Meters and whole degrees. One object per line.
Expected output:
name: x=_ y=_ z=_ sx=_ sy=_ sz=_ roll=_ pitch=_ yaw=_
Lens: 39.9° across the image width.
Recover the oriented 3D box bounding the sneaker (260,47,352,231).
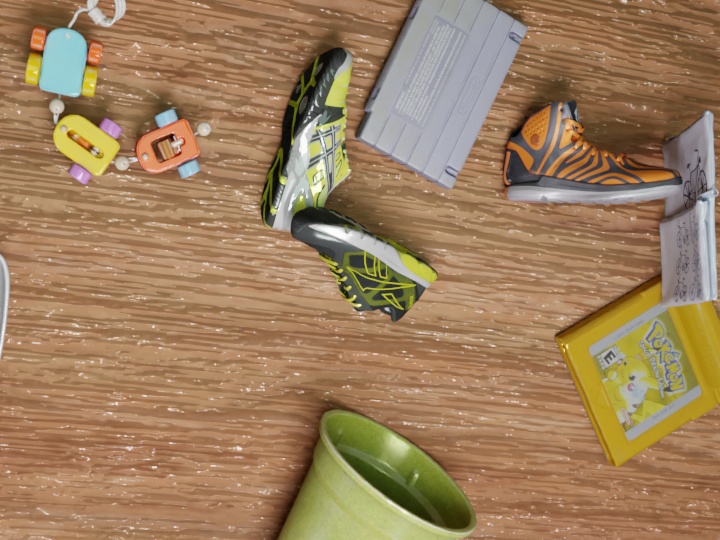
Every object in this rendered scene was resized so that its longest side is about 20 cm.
sneaker: x=-0.044 y=-0.136 z=1.061 sx=0.075 sy=0.075 sz=0.203 roll=16 pitch=102 yaw=-22

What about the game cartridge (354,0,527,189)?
game cartridge: x=0.088 y=-0.209 z=1.099 sx=0.128 sy=0.038 sz=0.203 roll=26 pitch=90 yaw=-11

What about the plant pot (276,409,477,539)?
plant pot: x=-0.005 y=0.285 z=1.062 sx=0.198 sy=0.201 sz=0.186 roll=30 pitch=100 yaw=-15

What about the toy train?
toy train: x=-0.251 y=-0.172 z=1.012 sx=0.149 sy=0.056 sz=0.202 roll=-29 pitch=105 yaw=-10

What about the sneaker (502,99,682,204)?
sneaker: x=0.252 y=-0.132 z=1.091 sx=0.196 sy=0.077 sz=0.114 roll=2 pitch=91 yaw=20

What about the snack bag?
snack bag: x=0.356 y=-0.062 z=1.090 sx=0.021 sy=0.189 sz=0.204 roll=0 pitch=87 yaw=4

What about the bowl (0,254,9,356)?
bowl: x=-0.449 y=0.054 z=0.975 sx=0.196 sy=0.075 sz=0.204 roll=11 pitch=94 yaw=-15

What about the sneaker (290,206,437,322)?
sneaker: x=0.000 y=0.000 z=1.056 sx=0.198 sy=0.074 sz=0.086 roll=25 pitch=97 yaw=-37

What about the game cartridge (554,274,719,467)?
game cartridge: x=0.352 y=0.112 z=1.198 sx=0.198 sy=0.032 sz=0.178 roll=-28 pitch=102 yaw=-9
